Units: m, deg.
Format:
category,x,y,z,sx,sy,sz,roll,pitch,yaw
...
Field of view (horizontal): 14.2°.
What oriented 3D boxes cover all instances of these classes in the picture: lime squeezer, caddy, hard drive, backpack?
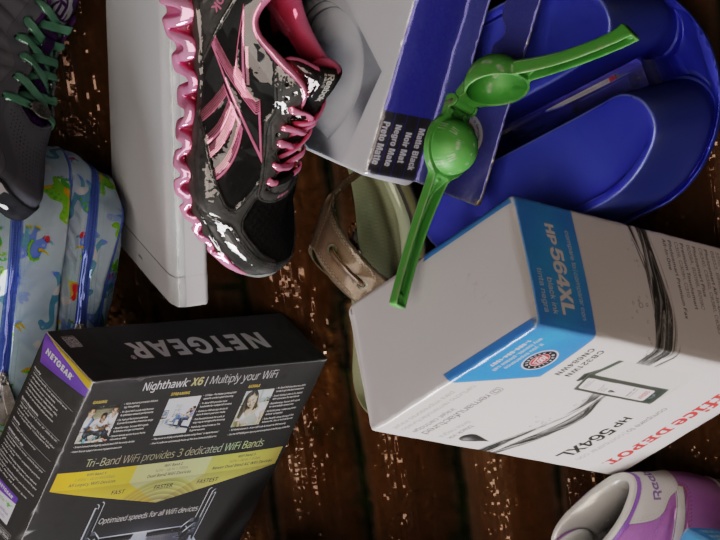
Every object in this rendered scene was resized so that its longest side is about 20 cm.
category,x,y,z,sx,sy,sz,roll,pitch,yaw
lime squeezer,0.069,-0.072,1.586,0.200,0.038,0.071,-49,63,14
caddy,0.111,-0.087,1.672,0.199,0.105,0.142,-27,80,28
hard drive,-0.122,-0.095,1.723,0.027,0.132,0.201,-7,112,-19
backpack,-0.216,0.019,1.779,0.153,0.163,0.201,-7,111,-5

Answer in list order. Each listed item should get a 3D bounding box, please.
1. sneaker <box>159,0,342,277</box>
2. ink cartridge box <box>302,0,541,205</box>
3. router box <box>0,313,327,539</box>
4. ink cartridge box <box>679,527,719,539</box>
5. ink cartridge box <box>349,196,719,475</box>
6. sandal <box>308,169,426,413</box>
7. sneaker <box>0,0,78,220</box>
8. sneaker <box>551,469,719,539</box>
category,x,y,z,sx,sy,sz,roll,pitch,yaw
sneaker,-0.053,-0.091,1.616,0.095,0.079,0.201,3,111,30
ink cartridge box,0.007,-0.160,1.643,0.199,0.040,0.201,23,103,33
router box,-0.131,0.108,1.762,0.052,0.199,0.158,43,119,32
ink cartridge box,0.265,0.263,1.683,0.199,0.144,0.148,29,96,30
ink cartridge box,0.117,0.041,1.651,0.146,0.199,0.085,-36,54,40
sandal,0.000,0.001,1.741,0.057,0.080,0.202,-12,113,-21
sneaker,-0.202,-0.125,1.705,0.087,0.201,0.074,-31,143,18
sneaker,0.144,0.206,1.766,0.114,0.073,0.202,10,110,-34
